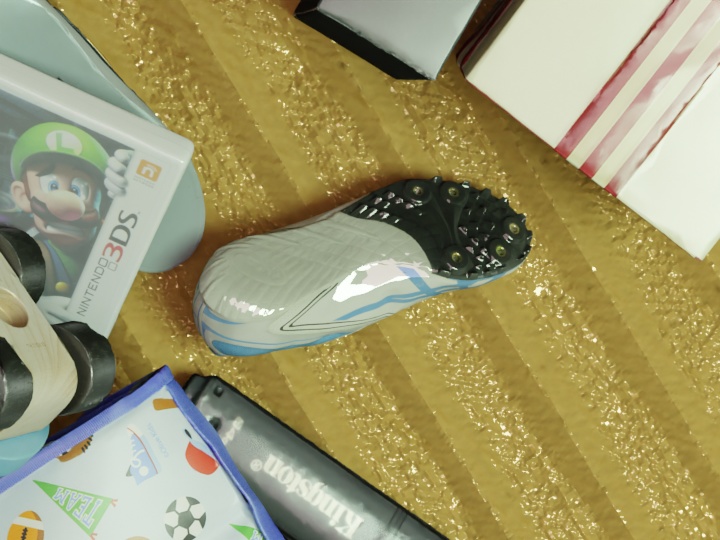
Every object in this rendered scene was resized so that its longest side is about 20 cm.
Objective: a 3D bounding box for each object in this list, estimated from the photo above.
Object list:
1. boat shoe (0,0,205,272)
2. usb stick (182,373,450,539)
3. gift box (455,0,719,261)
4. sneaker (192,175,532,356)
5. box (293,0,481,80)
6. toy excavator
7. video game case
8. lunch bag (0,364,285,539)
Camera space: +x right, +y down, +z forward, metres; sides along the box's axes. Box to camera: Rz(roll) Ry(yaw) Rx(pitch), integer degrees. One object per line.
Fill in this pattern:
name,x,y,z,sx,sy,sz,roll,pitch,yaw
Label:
boat shoe,-0.157,-0.091,1.186,0.071,0.091,0.201,-35,123,-1
usb stick,-0.025,0.132,1.227,0.200,0.033,0.056,36,91,-6
gift box,0.179,-0.128,1.159,0.200,0.185,0.187,35,99,-10
sneaker,0.000,0.000,1.211,0.199,0.073,0.072,-14,67,-16
box,0.050,-0.205,1.156,0.079,0.141,0.201,31,91,-6
toy excavator,-0.259,0.049,1.131,0.200,0.100,0.195,-42,76,23
video game case,-0.208,-0.042,1.148,0.199,0.023,0.182,24,132,-6
lunch bag,-0.143,0.170,1.175,0.199,0.124,0.170,-33,94,5
